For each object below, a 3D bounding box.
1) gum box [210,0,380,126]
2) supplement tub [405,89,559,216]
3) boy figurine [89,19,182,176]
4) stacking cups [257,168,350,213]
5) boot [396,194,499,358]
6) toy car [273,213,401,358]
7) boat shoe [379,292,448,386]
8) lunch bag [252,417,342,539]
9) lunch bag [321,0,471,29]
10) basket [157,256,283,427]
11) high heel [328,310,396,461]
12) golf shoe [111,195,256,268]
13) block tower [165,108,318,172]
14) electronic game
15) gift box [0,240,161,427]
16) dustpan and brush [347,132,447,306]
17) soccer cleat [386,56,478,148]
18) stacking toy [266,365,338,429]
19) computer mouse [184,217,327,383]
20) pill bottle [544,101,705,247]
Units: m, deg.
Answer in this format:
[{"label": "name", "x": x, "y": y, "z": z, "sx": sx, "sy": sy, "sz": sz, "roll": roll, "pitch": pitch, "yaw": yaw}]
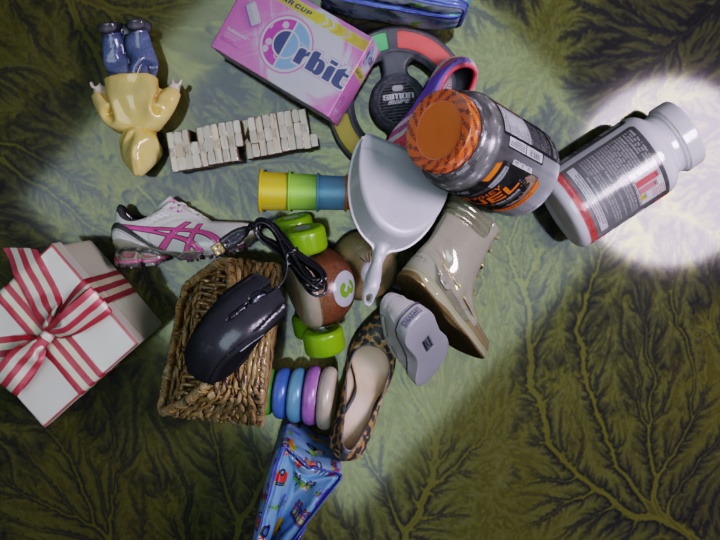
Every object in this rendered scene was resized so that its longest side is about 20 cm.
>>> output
[{"label": "gum box", "x": -0.089, "y": -0.293, "z": 1.115, "sx": 0.199, "sy": 0.066, "sz": 0.114, "roll": 32, "pitch": 94, "yaw": 9}, {"label": "supplement tub", "x": 0.151, "y": -0.146, "z": 1.051, "sx": 0.121, "sy": 0.199, "sz": 0.124, "roll": -11, "pitch": 73, "yaw": 39}, {"label": "boy figurine", "x": -0.296, "y": -0.229, "z": 1.135, "sx": 0.122, "sy": 0.064, "sz": 0.203, "roll": -8, "pitch": 96, "yaw": -1}, {"label": "stacking cups", "x": -0.040, "y": -0.101, "z": 1.155, "sx": 0.197, "sy": 0.061, "sz": 0.062, "roll": 4, "pitch": 95, "yaw": -3}, {"label": "boot", "x": 0.144, "y": 0.012, "z": 1.155, "sx": 0.200, "sy": 0.072, "sz": 0.156, "roll": 49, "pitch": 63, "yaw": -35}, {"label": "toy car", "x": 0.000, "y": 0.000, "z": 1.128, "sx": 0.197, "sy": 0.158, "sz": 0.167, "roll": -14, "pitch": 106, "yaw": -12}, {"label": "boat shoe", "x": 0.065, "y": 0.090, "z": 1.126, "sx": 0.066, "sy": 0.200, "sz": 0.072, "roll": 38, "pitch": 81, "yaw": 27}, {"label": "lunch bag", "x": -0.106, "y": 0.321, "z": 1.144, "sx": 0.093, "sy": 0.151, "sz": 0.202, "roll": 26, "pitch": 94, "yaw": -3}, {"label": "lunch bag", "x": 0.043, "y": -0.365, "z": 1.081, "sx": 0.197, "sy": 0.161, "sz": 0.084, "roll": 10, "pitch": 95, "yaw": -3}, {"label": "basket", "x": -0.182, "y": 0.083, "z": 1.090, "sx": 0.147, "sy": 0.143, "sz": 0.203, "roll": 8, "pitch": 61, "yaw": -2}, {"label": "high heel", "x": 0.010, "y": 0.152, "z": 1.135, "sx": 0.070, "sy": 0.143, "sz": 0.203, "roll": 18, "pitch": 95, "yaw": -3}, {"label": "golf shoe", "x": -0.240, "y": -0.056, "z": 1.147, "sx": 0.197, "sy": 0.073, "sz": 0.094, "roll": -5, "pitch": 94, "yaw": 0}, {"label": "block tower", "x": -0.157, "y": -0.176, "z": 1.147, "sx": 0.197, "sy": 0.054, "sz": 0.059, "roll": -9, "pitch": 96, "yaw": -1}, {"label": "electronic game", "x": 0.051, "y": -0.227, "z": 1.153, "sx": 0.197, "sy": 0.042, "sz": 0.203, "roll": 0, "pitch": 95, "yaw": -1}, {"label": "gift box", "x": -0.396, "y": 0.069, "z": 1.099, "sx": 0.200, "sy": 0.187, "sz": 0.185, "roll": 44, "pitch": 92, "yaw": -5}, {"label": "dustpan and brush", "x": 0.034, "y": -0.054, "z": 1.073, "sx": 0.138, "sy": 0.057, "sz": 0.203, "roll": 19, "pitch": 68, "yaw": -19}, {"label": "soccer cleat", "x": 0.088, "y": -0.188, "z": 1.105, "sx": 0.068, "sy": 0.073, "sz": 0.201, "roll": 31, "pitch": 95, "yaw": -12}, {"label": "stacking toy", "x": -0.133, "y": 0.166, "z": 1.174, "sx": 0.197, "sy": 0.085, "sz": 0.087, "roll": 6, "pitch": 95, "yaw": 6}, {"label": "computer mouse", "x": -0.149, "y": 0.026, "z": 1.003, "sx": 0.199, "sy": 0.046, "sz": 0.141, "roll": -40, "pitch": 72, "yaw": -4}, {"label": "pill bottle", "x": 0.346, "y": -0.130, "z": 1.130, "sx": 0.199, "sy": 0.116, "sz": 0.117, "roll": -33, "pitch": 95, "yaw": 2}]
